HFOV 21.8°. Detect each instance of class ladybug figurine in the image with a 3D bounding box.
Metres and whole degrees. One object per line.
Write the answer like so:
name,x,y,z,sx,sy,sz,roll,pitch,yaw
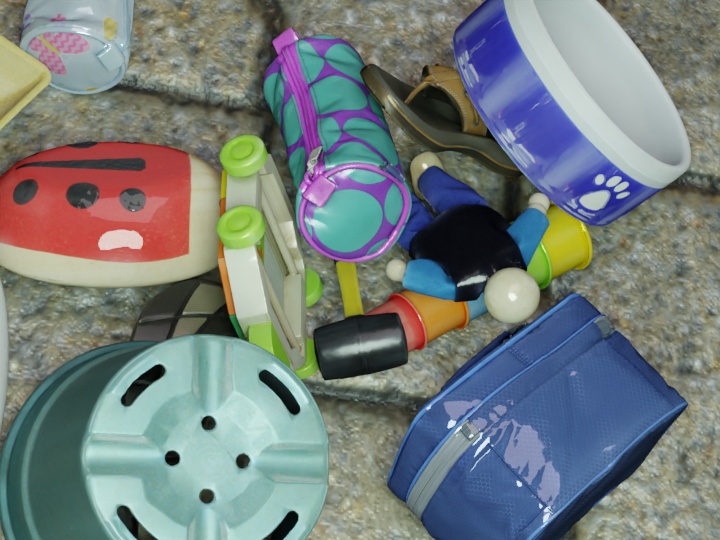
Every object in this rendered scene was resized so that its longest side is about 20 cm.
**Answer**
ladybug figurine,-0.181,-0.046,1.348,0.199,0.072,0.136,-3,35,-10

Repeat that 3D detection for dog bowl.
dog bowl,0.164,-0.136,1.450,0.200,0.079,0.200,39,28,-26

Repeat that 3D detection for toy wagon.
toy wagon,-0.065,0.010,1.306,0.039,0.155,0.200,-11,46,11

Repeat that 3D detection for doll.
doll,0.077,-0.024,1.374,0.136,0.049,0.200,-22,35,-11

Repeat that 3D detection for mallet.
mallet,0.000,0.000,1.371,0.066,0.041,0.200,-6,43,5

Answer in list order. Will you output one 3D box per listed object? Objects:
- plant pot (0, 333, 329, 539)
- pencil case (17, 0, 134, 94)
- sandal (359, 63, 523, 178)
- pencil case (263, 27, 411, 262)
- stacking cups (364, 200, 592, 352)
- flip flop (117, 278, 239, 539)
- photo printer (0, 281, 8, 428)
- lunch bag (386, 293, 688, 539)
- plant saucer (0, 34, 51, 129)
plant pot,-0.115,0.126,1.167,0.200,0.196,0.201,4,77,-17
pencil case,-0.210,-0.235,1.473,0.090,0.083,0.200,2,57,7
sandal,0.073,-0.123,1.433,0.200,0.055,0.082,20,25,-45
pencil case,-0.020,-0.096,1.399,0.092,0.085,0.200,44,17,-34
stacking cups,0.081,0.015,1.414,0.200,0.061,0.061,-29,69,-22
flip flop,-0.133,0.099,1.304,0.081,0.058,0.201,16,71,-9
photo printer,-0.301,0.037,1.223,0.069,0.200,0.167,-17,55,20
lunch bag,0.121,0.108,1.310,0.200,0.136,0.132,-36,73,-31
plant saucer,-0.366,-0.127,1.387,0.200,0.048,0.200,34,57,8
